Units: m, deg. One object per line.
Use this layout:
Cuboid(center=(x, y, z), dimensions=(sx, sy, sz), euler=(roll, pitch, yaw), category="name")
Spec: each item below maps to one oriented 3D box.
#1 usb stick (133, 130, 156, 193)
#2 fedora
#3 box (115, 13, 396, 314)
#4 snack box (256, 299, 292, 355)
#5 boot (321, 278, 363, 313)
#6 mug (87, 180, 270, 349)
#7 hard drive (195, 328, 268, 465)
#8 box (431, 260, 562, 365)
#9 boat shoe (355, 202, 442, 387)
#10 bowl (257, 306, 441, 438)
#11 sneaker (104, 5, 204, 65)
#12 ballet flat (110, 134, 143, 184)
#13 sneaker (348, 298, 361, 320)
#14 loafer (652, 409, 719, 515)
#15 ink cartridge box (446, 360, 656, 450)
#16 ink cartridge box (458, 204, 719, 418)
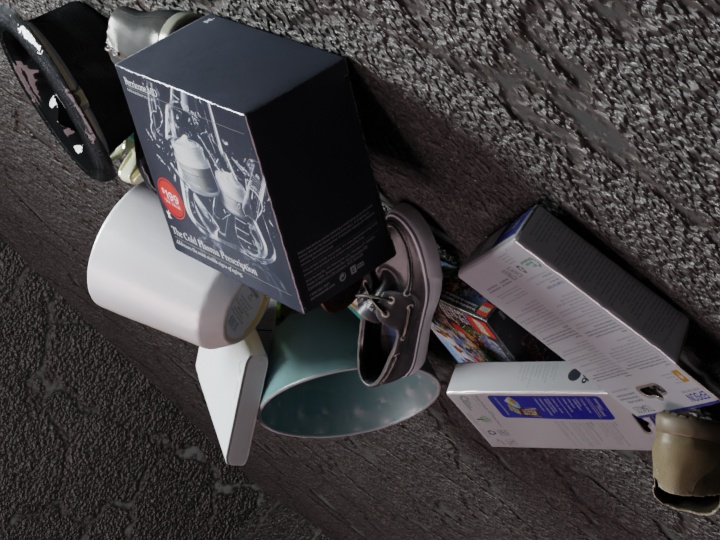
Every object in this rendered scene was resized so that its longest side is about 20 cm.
Cuboid(center=(-0.212, -0.126, 1.842), dimensions=(0.200, 0.032, 0.056), euler=(-114, 4, -70), category="usb stick")
Cuboid(center=(-0.274, -0.191, 1.785), dimensions=(0.201, 0.091, 0.201), euler=(50, 163, 21), category="fedora")
Cuboid(center=(-0.087, -0.091, 1.472), dimensions=(0.199, 0.104, 0.184), euler=(24, 137, 48), category="box")
Cuboid(center=(-0.094, 0.093, 2.082), dimensions=(0.052, 0.144, 0.200), euler=(3, 174, 10), category="snack box")
Cuboid(center=(-0.041, -0.058, 1.620), dimensions=(0.097, 0.074, 0.201), euler=(41, 148, 37), category="boot")
Cuboid(center=(-0.162, -0.002, 1.846), dimensions=(0.152, 0.186, 0.151), euler=(28, 120, 23), category="mug")
Cuboid(center=(-0.142, 0.103, 1.971), dimensions=(0.026, 0.133, 0.200), euler=(5, -155, -17), category="hard drive")
Cuboid(center=(0.126, 0.069, 1.702), dimensions=(0.136, 0.038, 0.200), euler=(26, 162, 46), category="box")
Cuboid(center=(0.024, 0.029, 1.636), dimensions=(0.070, 0.066, 0.201), euler=(42, 145, 29), category="boat shoe")
Cuboid(center=(-0.018, 0.096, 1.940), dimensions=(0.201, 0.198, 0.106), euler=(67, -167, -65), category="bowl")
Cuboid(center=(-0.159, -0.141, 1.601), dimensions=(0.106, 0.074, 0.202), euler=(21, 129, 46), category="sneaker")
Cuboid(center=(-0.252, -0.138, 1.987), dimensions=(0.067, 0.071, 0.200), euler=(25, 161, 46), category="ballet flat")
Cuboid(center=(0.000, 0.000, 1.748), dimensions=(0.080, 0.071, 0.201), euler=(38, 163, 26), category="sneaker")
Cuboid(center=(0.272, 0.166, 1.480), dimensions=(0.075, 0.068, 0.200), euler=(14, 168, 27), category="loafer")
Cuboid(center=(0.185, 0.122, 1.625), dimensions=(0.198, 0.039, 0.100), euler=(-1, 144, 36), category="ink cartridge box")
Cuboid(center=(0.183, 0.036, 1.423), dimensions=(0.199, 0.043, 0.196), euler=(37, 168, -4), category="ink cartridge box")
